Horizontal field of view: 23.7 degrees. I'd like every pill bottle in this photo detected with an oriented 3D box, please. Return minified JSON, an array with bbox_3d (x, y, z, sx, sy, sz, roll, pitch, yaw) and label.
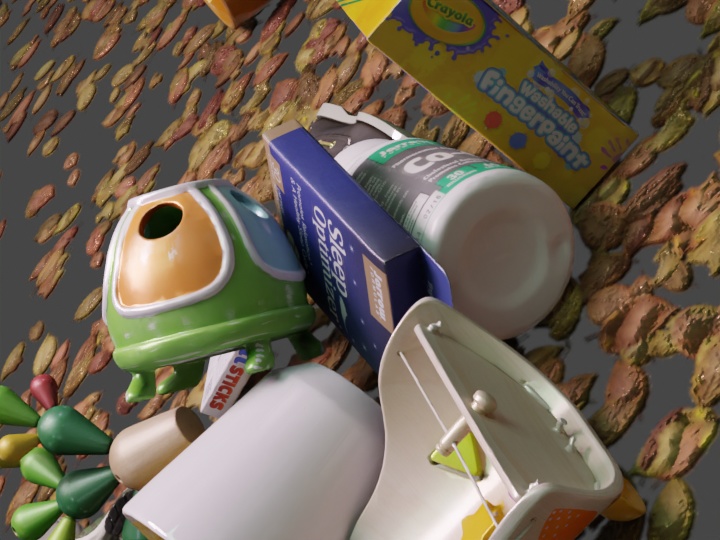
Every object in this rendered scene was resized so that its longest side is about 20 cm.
[{"bbox_3d":[0.050,-0.029,1.172,0.113,0.113,0.200,-55,28,-5],"label":"pill bottle"}]

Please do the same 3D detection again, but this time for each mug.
[{"bbox_3d":[-0.059,0.140,1.120,0.153,0.149,0.186,-51,33,-14],"label":"mug"}]

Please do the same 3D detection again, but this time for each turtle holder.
[{"bbox_3d":[-0.094,0.007,1.164,0.141,0.185,0.132,-16,87,40],"label":"turtle holder"}]

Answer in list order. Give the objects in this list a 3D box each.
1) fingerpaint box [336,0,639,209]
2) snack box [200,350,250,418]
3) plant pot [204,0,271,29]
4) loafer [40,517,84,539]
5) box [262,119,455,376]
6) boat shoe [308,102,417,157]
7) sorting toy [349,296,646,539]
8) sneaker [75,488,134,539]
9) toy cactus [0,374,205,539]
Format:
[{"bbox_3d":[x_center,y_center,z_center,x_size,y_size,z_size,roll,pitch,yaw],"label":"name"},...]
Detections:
[{"bbox_3d":[0.075,-0.151,1.183,0.073,0.200,0.167,-49,28,10],"label":"fingerpaint box"},{"bbox_3d":[-0.076,0.029,1.320,0.072,0.024,0.200,-82,17,-45],"label":"snack box"},{"bbox_3d":[-0.118,-0.385,1.784,0.183,0.200,0.200,-37,27,-4],"label":"plant pot"},{"bbox_3d":[-0.296,0.281,1.388,0.200,0.070,0.070,-55,27,-4],"label":"loafer"},{"bbox_3d":[0.000,0.000,1.119,0.032,0.121,0.200,-25,43,-19],"label":"box"},{"bbox_3d":[0.004,-0.088,1.364,0.061,0.072,0.201,-58,21,-2],"label":"boat shoe"},{"bbox_3d":[0.055,0.149,0.988,0.180,0.107,0.200,-55,30,16],"label":"sorting toy"},{"bbox_3d":[-0.176,0.209,1.320,0.200,0.077,0.089,-35,2,33],"label":"sneaker"},{"bbox_3d":[-0.172,0.146,1.194,0.165,0.200,0.102,-33,-1,24],"label":"toy cactus"}]
